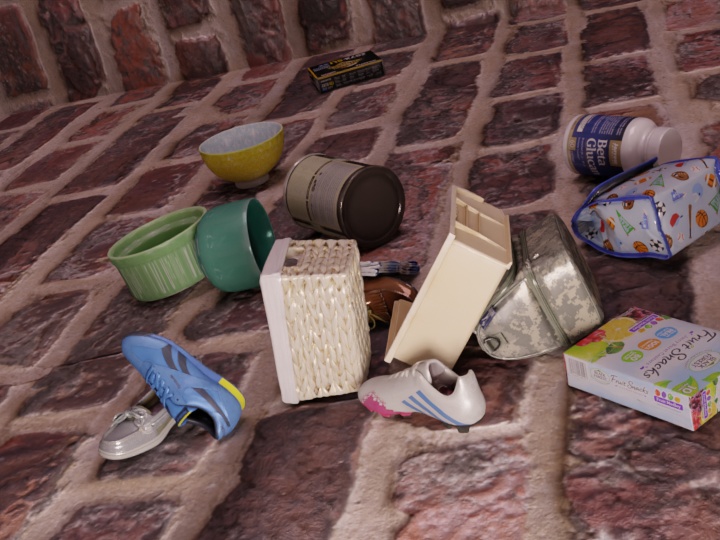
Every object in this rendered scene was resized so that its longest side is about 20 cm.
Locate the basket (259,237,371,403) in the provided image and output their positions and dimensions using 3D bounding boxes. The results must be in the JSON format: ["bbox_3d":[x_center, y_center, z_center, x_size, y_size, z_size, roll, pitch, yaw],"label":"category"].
[{"bbox_3d":[-0.057,0.065,1.532,0.121,0.203,0.136,-5,24,9],"label":"basket"}]

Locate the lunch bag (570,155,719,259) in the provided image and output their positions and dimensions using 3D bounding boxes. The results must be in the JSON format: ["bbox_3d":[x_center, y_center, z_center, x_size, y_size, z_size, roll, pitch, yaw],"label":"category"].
[{"bbox_3d":[0.448,-0.101,1.716,0.168,0.126,0.199,-26,12,-26],"label":"lunch bag"}]

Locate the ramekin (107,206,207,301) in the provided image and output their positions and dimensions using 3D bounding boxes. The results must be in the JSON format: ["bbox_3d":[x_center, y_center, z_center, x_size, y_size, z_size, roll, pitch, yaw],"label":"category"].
[{"bbox_3d":[-0.353,-0.028,2.003,0.197,0.099,0.201,-20,20,8],"label":"ramekin"}]

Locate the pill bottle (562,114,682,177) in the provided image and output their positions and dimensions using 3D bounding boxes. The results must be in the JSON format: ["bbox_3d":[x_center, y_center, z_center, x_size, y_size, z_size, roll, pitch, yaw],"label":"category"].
[{"bbox_3d":[0.473,-0.222,1.974,0.110,0.113,0.198,-31,28,-35],"label":"pill bottle"}]

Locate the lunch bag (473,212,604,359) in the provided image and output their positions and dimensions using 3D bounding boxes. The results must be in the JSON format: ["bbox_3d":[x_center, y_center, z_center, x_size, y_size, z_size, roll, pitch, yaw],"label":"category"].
[{"bbox_3d":[0.236,0.031,1.528,0.166,0.140,0.201,-29,18,15],"label":"lunch bag"}]

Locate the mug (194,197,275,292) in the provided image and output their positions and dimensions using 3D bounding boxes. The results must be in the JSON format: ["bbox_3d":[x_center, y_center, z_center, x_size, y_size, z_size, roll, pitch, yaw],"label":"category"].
[{"bbox_3d":[-0.218,-0.030,1.926,0.112,0.186,0.154,-12,47,12],"label":"mug"}]

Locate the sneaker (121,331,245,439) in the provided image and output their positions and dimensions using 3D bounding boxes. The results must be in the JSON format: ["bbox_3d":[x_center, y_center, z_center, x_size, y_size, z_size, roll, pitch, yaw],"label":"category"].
[{"bbox_3d":[-0.254,0.158,1.496,0.198,0.066,0.079,33,48,4],"label":"sneaker"}]

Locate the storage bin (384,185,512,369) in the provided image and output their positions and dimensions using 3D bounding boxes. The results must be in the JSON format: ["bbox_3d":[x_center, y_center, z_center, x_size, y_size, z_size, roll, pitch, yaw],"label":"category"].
[{"bbox_3d":[0.121,0.014,1.495,0.092,0.202,0.199,23,24,-5],"label":"storage bin"}]

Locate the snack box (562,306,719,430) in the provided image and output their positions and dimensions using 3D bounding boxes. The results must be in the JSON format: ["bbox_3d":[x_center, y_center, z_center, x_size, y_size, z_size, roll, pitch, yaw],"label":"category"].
[{"bbox_3d":[0.371,0.116,1.351,0.141,0.054,0.199,-29,28,-28],"label":"snack box"}]

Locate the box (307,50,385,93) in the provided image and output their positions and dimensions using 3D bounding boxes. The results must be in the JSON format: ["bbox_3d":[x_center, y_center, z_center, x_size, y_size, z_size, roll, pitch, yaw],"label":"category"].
[{"bbox_3d":[-0.042,-0.572,3.137,0.197,0.050,0.160,-17,22,-6],"label":"box"}]

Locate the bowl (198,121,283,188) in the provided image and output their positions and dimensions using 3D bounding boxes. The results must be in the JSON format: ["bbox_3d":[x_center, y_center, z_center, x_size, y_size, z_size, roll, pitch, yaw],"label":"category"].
[{"bbox_3d":[-0.257,-0.249,2.459,0.197,0.109,0.201,-12,23,5],"label":"bowl"}]

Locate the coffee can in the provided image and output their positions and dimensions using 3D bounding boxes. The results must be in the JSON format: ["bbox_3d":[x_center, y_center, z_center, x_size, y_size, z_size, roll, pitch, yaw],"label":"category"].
[{"bbox_3d":[-0.033,-0.132,2.020,0.145,0.149,0.199,-27,26,-28],"label":"coffee can"}]

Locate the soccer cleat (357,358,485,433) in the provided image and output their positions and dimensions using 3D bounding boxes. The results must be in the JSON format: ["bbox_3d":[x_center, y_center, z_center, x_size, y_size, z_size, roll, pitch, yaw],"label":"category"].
[{"bbox_3d":[0.075,0.147,1.409,0.198,0.088,0.070,6,30,39],"label":"soccer cleat"}]

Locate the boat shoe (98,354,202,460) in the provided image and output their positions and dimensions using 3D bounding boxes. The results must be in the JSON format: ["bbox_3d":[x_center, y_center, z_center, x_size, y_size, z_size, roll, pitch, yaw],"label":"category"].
[{"bbox_3d":[-0.291,0.194,1.540,0.074,0.066,0.201,9,32,42],"label":"boat shoe"}]

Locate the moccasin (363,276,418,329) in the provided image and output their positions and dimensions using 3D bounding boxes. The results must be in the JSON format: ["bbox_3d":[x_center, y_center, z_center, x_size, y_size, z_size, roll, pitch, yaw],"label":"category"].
[{"bbox_3d":[0.003,0.052,1.685,0.198,0.074,0.078,4,41,29],"label":"moccasin"}]

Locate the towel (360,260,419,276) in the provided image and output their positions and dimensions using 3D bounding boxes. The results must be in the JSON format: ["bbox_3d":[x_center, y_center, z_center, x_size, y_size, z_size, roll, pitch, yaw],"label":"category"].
[{"bbox_3d":[0.000,0.000,1.769,0.145,0.024,0.199,-4,-1,23],"label":"towel"}]
